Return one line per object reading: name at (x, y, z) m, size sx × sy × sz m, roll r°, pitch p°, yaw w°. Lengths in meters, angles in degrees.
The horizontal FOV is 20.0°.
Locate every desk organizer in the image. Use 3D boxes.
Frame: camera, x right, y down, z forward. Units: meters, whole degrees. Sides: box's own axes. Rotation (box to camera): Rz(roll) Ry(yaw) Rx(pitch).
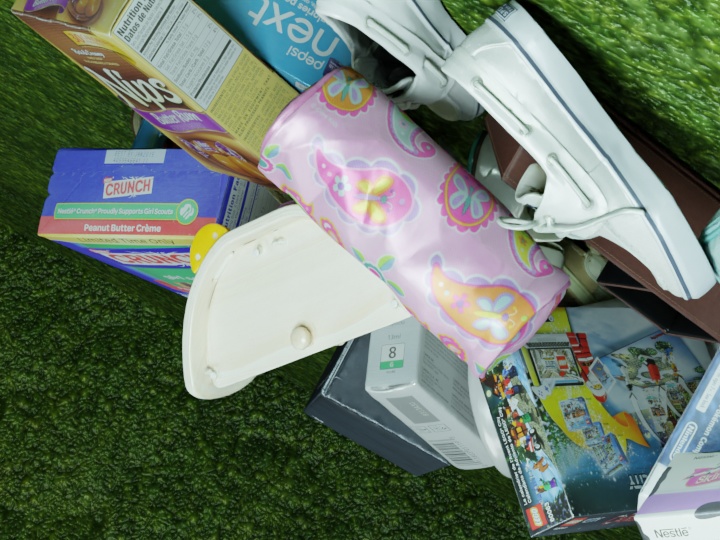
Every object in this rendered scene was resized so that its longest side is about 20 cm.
desk organizer at (0.161, -0.038, 1.281) m, size 0.200 × 0.077 × 0.072 m, roll 35°, pitch 169°, yaw -24°

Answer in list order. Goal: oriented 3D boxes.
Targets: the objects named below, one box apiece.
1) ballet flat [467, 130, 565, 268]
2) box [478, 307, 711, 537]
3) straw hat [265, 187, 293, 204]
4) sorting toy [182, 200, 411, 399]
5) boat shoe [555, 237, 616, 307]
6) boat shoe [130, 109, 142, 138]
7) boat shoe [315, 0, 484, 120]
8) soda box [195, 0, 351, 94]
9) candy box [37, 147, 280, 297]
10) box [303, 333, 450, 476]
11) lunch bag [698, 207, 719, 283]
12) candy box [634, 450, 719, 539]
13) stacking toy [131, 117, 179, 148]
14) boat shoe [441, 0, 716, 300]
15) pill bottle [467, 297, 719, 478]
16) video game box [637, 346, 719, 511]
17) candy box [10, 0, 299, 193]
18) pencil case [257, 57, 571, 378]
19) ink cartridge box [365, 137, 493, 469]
ballet flat at (0.113, -0.021, 1.442) m, size 0.069 × 0.069 × 0.200 m, roll 26°, pitch 149°, yaw 24°
box at (0.163, 0.092, 1.300) m, size 0.200 × 0.137 × 0.038 m, roll 2°, pitch 155°, yaw -45°
straw hat at (-0.013, -0.088, 1.506) m, size 0.201 × 0.085 × 0.201 m, roll 43°, pitch -169°, yaw -10°
sorting toy at (0.000, 0.000, 1.357) m, size 0.200 × 0.107 × 0.180 m, roll -22°, pitch 171°, yaw 38°
boat shoe at (0.188, 0.014, 1.556) m, size 0.201 × 0.063 × 0.073 m, roll 41°, pitch 171°, yaw -18°
boat shoe at (-0.109, -0.102, 1.798) m, size 0.075 × 0.075 × 0.202 m, roll -1°, pitch 156°, yaw 45°
boat shoe at (0.021, -0.133, 1.247) m, size 0.073 × 0.065 × 0.200 m, roll 23°, pitch 168°, yaw 33°
soda box at (-0.090, -0.179, 1.330) m, size 0.200 × 0.068 × 0.064 m, roll 30°, pitch 169°, yaw 2°
candy box at (-0.115, -0.031, 1.568) m, size 0.169 × 0.077 × 0.200 m, roll 3°, pitch 165°, yaw 33°
box at (0.054, 0.054, 1.697) m, size 0.124 × 0.197 × 0.200 m, roll 30°, pitch 171°, yaw -1°
lunch bag at (0.285, 0.020, 1.135) m, size 0.200 × 0.077 × 0.160 m, roll 42°, pitch 168°, yaw 2°
candy box at (0.267, 0.193, 1.131) m, size 0.168 × 0.072 × 0.200 m, roll -11°, pitch 111°, yaw 37°
stacking toy at (-0.080, -0.097, 1.663) m, size 0.200 × 0.110 × 0.116 m, roll 21°, pitch -174°, yaw -8°
boat shoe at (0.115, -0.049, 1.162) m, size 0.202 × 0.086 × 0.075 m, roll 51°, pitch -177°, yaw -13°
pill bottle at (0.187, 0.077, 1.463) m, size 0.200 × 0.115 × 0.114 m, roll -13°, pitch 151°, yaw 20°
video game box at (0.291, 0.098, 1.225) m, size 0.182 × 0.200 × 0.047 m, roll 27°, pitch 165°, yaw 14°
candy box at (-0.115, -0.125, 1.312) m, size 0.117 × 0.057 × 0.200 m, roll 19°, pitch 163°, yaw 48°
pencil case at (0.029, -0.031, 1.201) m, size 0.200 × 0.087 × 0.087 m, roll 42°, pitch 171°, yaw 5°
ink cartridge box at (0.066, 0.027, 1.522) m, size 0.050 × 0.200 × 0.161 m, roll -9°, pitch 151°, yaw 26°
